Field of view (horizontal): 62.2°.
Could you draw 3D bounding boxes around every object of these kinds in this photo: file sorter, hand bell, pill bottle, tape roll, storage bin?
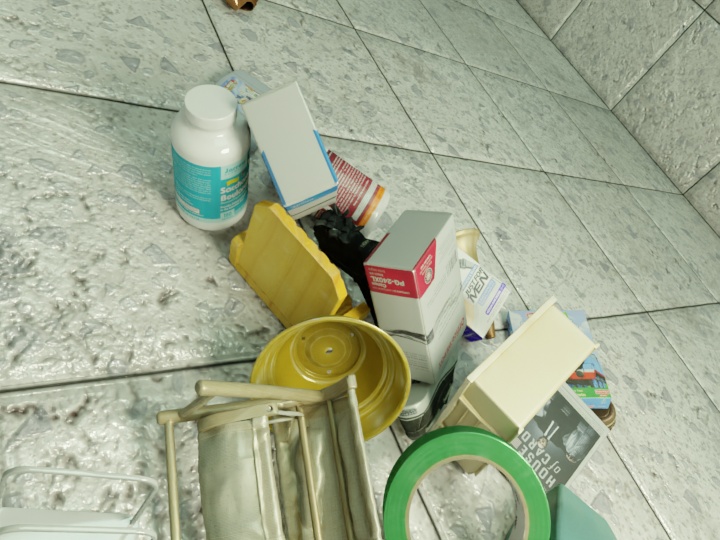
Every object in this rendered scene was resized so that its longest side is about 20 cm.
[{"bbox_3d":[-0.244,0.276,0.478,0.137,0.125,0.203,16,43,-27],"label":"file sorter"},{"bbox_3d":[0.214,0.034,1.142,0.103,0.104,0.204,-1,66,-40],"label":"hand bell"},{"bbox_3d":[-0.213,-0.160,0.852,0.108,0.201,0.113,6,53,-9],"label":"pill bottle"},{"bbox_3d":[0.124,0.294,0.718,0.200,0.201,0.048,41,-2,2],"label":"tape roll"},{"bbox_3d":[-0.055,-0.144,1.052,0.198,0.113,0.114,34,38,-8],"label":"pill bottle"},{"bbox_3d":[0.214,0.172,0.858,0.199,0.200,0.094,-35,69,-31],"label":"storage bin"}]

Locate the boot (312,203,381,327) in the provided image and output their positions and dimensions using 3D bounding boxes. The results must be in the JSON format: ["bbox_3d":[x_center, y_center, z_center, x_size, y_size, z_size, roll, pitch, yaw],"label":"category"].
[{"bbox_3d":[-0.001,0.001,0.963,0.073,0.201,0.162,-35,43,-22],"label":"boot"}]

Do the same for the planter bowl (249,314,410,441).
[{"bbox_3d":[-0.039,0.123,0.759,0.198,0.202,0.084,24,24,-18],"label":"planter bowl"}]

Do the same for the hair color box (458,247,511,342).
[{"bbox_3d":[0.158,0.023,1.068,0.199,0.065,0.110,36,73,-2],"label":"hair color box"}]

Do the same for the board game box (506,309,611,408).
[{"bbox_3d":[0.359,0.159,1.103,0.148,0.037,0.202,-1,44,3],"label":"board game box"}]

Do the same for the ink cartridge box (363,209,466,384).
[{"bbox_3d":[0.087,0.038,0.867,0.082,0.203,0.146,7,38,29],"label":"ink cartridge box"}]

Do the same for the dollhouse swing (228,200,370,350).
[{"bbox_3d":[-0.067,-0.013,0.865,0.200,0.177,0.181,46,39,11],"label":"dollhouse swing"}]

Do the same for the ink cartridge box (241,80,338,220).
[{"bbox_3d":[-0.095,-0.161,0.858,0.200,0.083,0.147,171,-104,-87],"label":"ink cartridge box"}]

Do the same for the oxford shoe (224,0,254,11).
[{"bbox_3d":[-0.271,-0.662,1.435,0.072,0.070,0.201,59,33,-20],"label":"oxford shoe"}]

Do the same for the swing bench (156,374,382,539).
[{"bbox_3d":[-0.092,0.226,0.622,0.197,0.129,0.203,7,62,-37],"label":"swing bench"}]

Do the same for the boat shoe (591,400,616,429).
[{"bbox_3d":[0.409,0.220,1.130,0.075,0.074,0.204,57,11,-43],"label":"boat shoe"}]

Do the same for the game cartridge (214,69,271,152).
[{"bbox_3d":[-0.223,-0.313,1.143,0.132,0.042,0.202,35,38,-14],"label":"game cartridge"}]

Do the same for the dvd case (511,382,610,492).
[{"bbox_3d":[0.295,0.266,0.960,0.199,0.025,0.151,-36,77,-31],"label":"dvd case"}]

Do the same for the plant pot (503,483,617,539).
[{"bbox_3d":[0.262,0.394,0.773,0.141,0.142,0.200,39,30,0],"label":"plant pot"}]

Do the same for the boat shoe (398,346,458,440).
[{"bbox_3d":[0.105,0.178,0.916,0.200,0.070,0.065,-44,121,-52],"label":"boat shoe"}]
